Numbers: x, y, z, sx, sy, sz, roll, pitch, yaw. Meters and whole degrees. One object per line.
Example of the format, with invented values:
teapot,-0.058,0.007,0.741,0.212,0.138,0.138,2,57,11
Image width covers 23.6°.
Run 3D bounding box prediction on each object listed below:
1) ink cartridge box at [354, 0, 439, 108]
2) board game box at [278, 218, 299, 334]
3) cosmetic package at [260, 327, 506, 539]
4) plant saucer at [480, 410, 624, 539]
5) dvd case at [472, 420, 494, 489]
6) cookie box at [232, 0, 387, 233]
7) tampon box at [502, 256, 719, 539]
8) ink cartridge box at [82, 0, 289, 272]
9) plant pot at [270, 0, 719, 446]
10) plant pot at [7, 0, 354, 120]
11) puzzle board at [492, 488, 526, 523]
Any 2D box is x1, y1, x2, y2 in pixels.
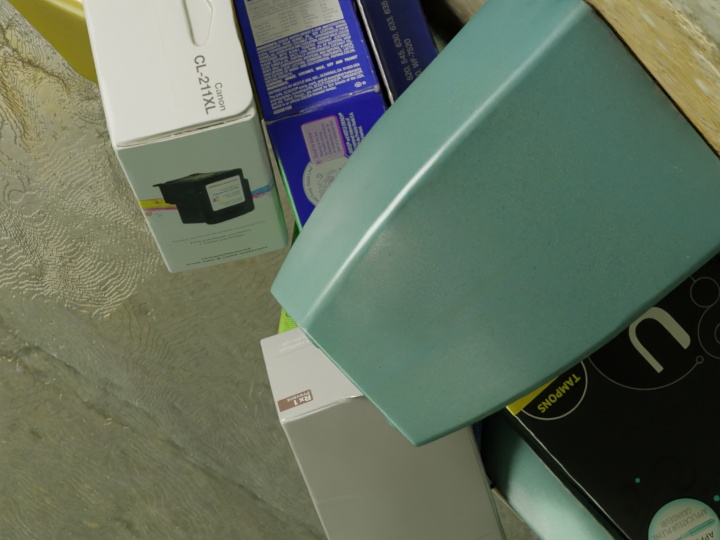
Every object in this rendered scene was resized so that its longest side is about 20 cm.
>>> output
ink cartridge box,0.041,-0.098,1.080,0.200,0.047,0.198,71,-179,-85
board game box,0.000,0.000,1.150,0.200,0.095,0.030,-85,-7,-53
cosmetic package,0.020,0.119,1.041,0.090,0.107,0.200,-111,4,-56
plant saucer,0.137,0.163,1.079,0.200,0.036,0.200,47,-177,-3
dvd case,0.067,0.098,1.148,0.018,0.200,0.143,35,141,43
cookie box,-0.026,-0.111,1.103,0.171,0.075,0.200,73,180,-48
tampon box,0.166,0.061,1.035,0.200,0.150,0.126,46,-179,-3
ink cartridge box,-0.106,-0.105,1.039,0.200,0.083,0.146,80,176,-69
plant pot,0.062,-0.019,0.866,0.141,0.200,0.141,46,179,-16
plant pot,-0.123,-0.218,1.246,0.176,0.200,0.200,35,174,27
puzzle board,0.154,0.093,1.428,0.017,0.200,0.151,21,161,43
